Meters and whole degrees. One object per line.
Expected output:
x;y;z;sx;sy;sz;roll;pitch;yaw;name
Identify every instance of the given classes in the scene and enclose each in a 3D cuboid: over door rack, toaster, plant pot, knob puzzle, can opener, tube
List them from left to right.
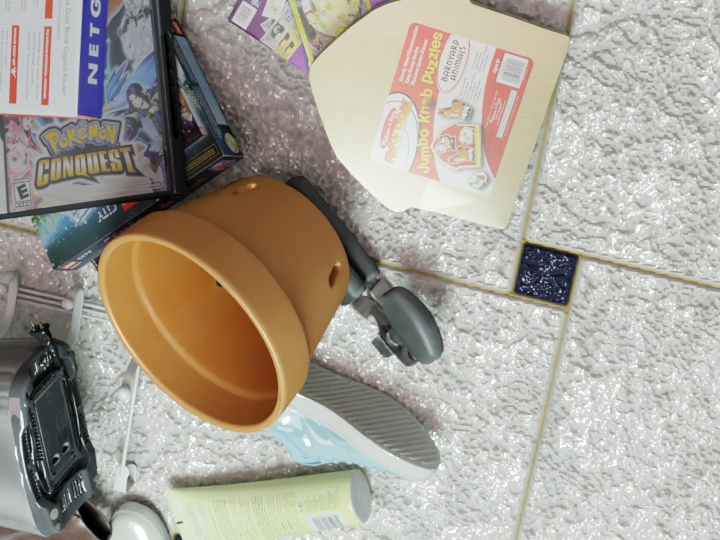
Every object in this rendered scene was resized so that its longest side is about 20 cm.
-0.322;0.138;1.525;0.128;0.114;0.202;2;118;19;toaster
-0.277;0.112;1.599;0.146;0.067;0.202;13;114;9;over door rack
-0.102;0.016;1.438;0.199;0.140;0.201;27;140;25;plant pot
-0.088;0.225;1.613;0.198;0.052;0.059;-12;67;22;tube
0.000;0.000;1.491;0.200;0.053;0.066;48;130;-6;can opener
0.054;-0.144;1.425;0.217;0.031;0.222;2;113;4;knob puzzle

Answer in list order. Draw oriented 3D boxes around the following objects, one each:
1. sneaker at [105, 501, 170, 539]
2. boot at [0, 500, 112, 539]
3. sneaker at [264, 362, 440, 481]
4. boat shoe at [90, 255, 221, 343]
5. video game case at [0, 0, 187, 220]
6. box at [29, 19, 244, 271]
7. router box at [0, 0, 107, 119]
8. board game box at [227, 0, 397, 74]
-0.227;0.328;1.666;0.072;0.085;0.202;9;111;11;sneaker
-0.352;0.213;1.647;0.165;0.073;0.200;-25;117;31;boot
-0.023;0.147;1.555;0.199;0.074;0.082;29;125;10;sneaker
-0.195;0.001;1.532;0.200;0.065;0.072;45;118;-3;boat shoe
-0.245;-0.144;1.459;0.198;0.025;0.183;-6;88;25;video game case
-0.212;-0.107;1.480;0.199;0.038;0.138;-31;79;22;box
-0.301;-0.230;1.431;0.178;0.049;0.202;5;93;17;router box
-0.012;-0.256;1.404;0.120;0.032;0.201;36;116;2;board game box
